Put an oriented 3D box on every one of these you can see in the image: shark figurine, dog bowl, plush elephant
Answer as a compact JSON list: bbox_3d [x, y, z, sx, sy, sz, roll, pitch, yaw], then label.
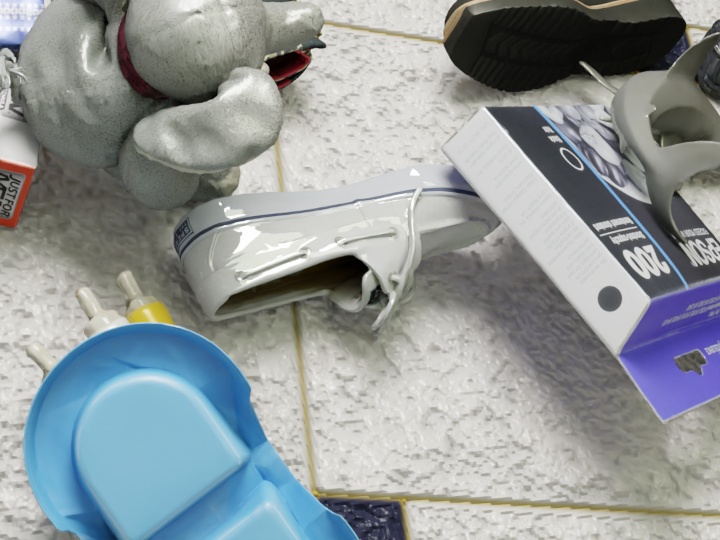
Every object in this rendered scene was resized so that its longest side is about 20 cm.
[{"bbox_3d":[0.195,-0.105,1.063,0.128,0.090,0.214,46,20,4],"label":"shark figurine"},{"bbox_3d":[-0.077,0.117,0.820,0.111,0.050,0.201,-36,94,-7],"label":"dog bowl"},{"bbox_3d":[-0.094,-0.116,0.879,0.199,0.153,0.167,-15,95,-57],"label":"plush elephant"}]

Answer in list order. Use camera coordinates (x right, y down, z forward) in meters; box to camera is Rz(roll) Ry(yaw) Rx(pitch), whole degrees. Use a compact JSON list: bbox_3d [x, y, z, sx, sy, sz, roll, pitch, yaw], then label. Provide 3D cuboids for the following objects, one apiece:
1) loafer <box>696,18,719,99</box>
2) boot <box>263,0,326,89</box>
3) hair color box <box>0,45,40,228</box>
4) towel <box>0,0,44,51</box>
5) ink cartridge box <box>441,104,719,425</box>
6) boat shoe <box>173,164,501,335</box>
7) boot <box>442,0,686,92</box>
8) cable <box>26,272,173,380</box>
[{"bbox_3d":[0.331,-0.129,1.204,0.198,0.071,0.069,18,53,-13],"label":"loafer"},{"bbox_3d":[-0.060,-0.191,1.066,0.202,0.074,0.154,-26,75,-31],"label":"boot"},{"bbox_3d":[-0.267,-0.100,0.913,0.198,0.061,0.102,14,53,-15],"label":"hair color box"},{"bbox_3d":[-0.232,-0.219,0.903,0.143,0.024,0.203,2,83,-24],"label":"towel"},{"bbox_3d":[0.159,-0.013,1.013,0.201,0.043,0.198,53,25,14],"label":"ink cartridge box"},{"bbox_3d":[0.001,-0.002,0.963,0.200,0.075,0.087,-7,61,-26],"label":"boat shoe"},{"bbox_3d":[0.109,-0.196,1.153,0.199,0.078,0.139,-4,55,-42],"label":"boot"},{"bbox_3d":[-0.088,0.097,0.861,0.200,0.050,0.097,45,59,8],"label":"cable"}]
